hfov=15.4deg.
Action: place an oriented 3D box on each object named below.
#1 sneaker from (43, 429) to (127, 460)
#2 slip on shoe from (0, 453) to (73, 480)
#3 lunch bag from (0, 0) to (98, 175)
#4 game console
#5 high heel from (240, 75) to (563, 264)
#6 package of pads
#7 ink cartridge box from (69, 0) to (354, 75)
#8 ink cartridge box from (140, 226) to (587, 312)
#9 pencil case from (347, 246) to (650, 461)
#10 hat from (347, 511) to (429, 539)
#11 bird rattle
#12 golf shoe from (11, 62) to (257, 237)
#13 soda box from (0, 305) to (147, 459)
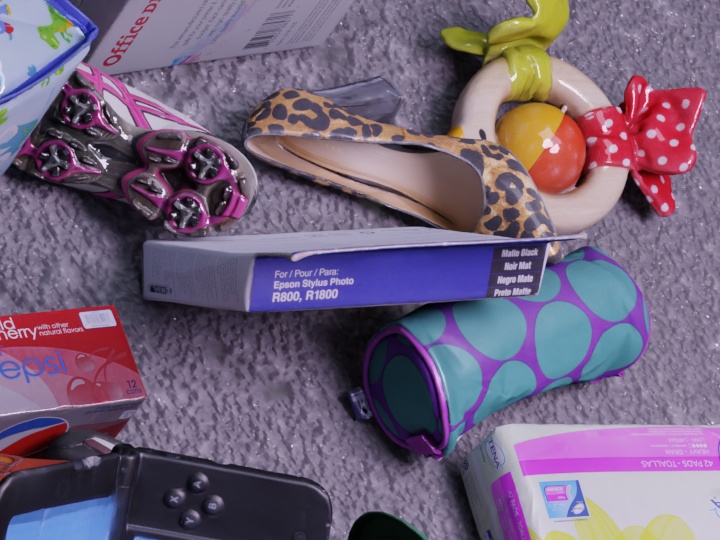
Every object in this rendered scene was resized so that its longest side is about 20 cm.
[{"bbox_3d":[-0.123,0.185,1.437,0.200,0.076,0.115,47,50,3],"label":"sneaker"},{"bbox_3d":[-0.188,0.121,1.405,0.199,0.074,0.061,-7,45,-2],"label":"slip on shoe"},{"bbox_3d":[-0.269,-0.080,1.461,0.127,0.170,0.200,43,49,0],"label":"lunch bag"},{"bbox_3d":[-0.112,0.199,1.331,0.175,0.201,0.116,11,10,-6],"label":"game console"},{"bbox_3d":[0.023,-0.050,1.675,0.142,0.072,0.200,-18,48,-45],"label":"high heel"},{"bbox_3d":[0.172,0.174,1.632,0.199,0.068,0.155,1,59,-31],"label":"package of pads"},{"bbox_3d":[-0.102,-0.227,1.683,0.200,0.145,0.145,-12,67,-38],"label":"ink cartridge box"},{"bbox_3d":[0.000,0.000,1.556,0.199,0.200,0.041,-3,93,-28],"label":"ink cartridge box"},{"bbox_3d":[0.091,0.051,1.655,0.200,0.085,0.093,-20,107,-41],"label":"pencil case"},{"bbox_3d":[-0.022,0.249,1.418,0.176,0.166,0.200,-23,52,-24],"label":"hat"},{"bbox_3d":[0.131,-0.092,1.796,0.200,0.113,0.163,44,57,-16],"label":"bird rattle"},{"bbox_3d":[-0.156,-0.080,1.613,0.200,0.073,0.092,29,8,1],"label":"golf shoe"},{"bbox_3d":[-0.223,0.069,1.455,0.200,0.070,0.064,-5,62,-35],"label":"soda box"}]
